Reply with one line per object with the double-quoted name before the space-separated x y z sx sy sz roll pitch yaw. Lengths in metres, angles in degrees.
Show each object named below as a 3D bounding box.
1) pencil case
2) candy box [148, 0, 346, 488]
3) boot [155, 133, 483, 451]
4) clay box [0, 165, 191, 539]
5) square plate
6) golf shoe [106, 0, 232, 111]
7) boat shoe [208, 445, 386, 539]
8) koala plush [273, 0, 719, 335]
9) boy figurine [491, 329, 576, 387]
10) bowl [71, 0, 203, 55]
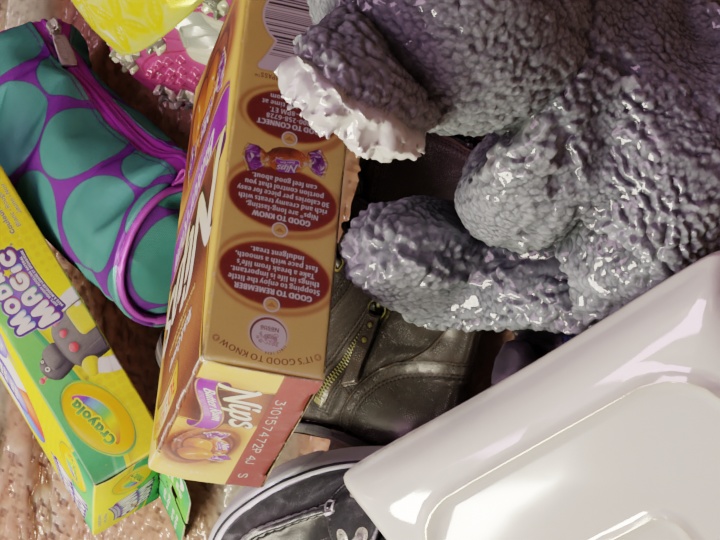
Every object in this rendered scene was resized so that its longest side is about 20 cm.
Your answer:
"pencil case" -0.135 -0.055 1.192 0.200 0.085 0.093 42 125 43
"candy box" -0.045 -0.021 1.006 0.117 0.056 0.200 120 157 -58
"boot" 0.000 0.000 1.085 0.200 0.069 0.175 22 105 34
"clay box" -0.154 0.052 1.188 0.200 0.048 0.115 58 165 13
"square plate" 0.118 0.118 0.899 0.200 0.028 0.198 -33 98 32
"golf shoe" -0.057 -0.135 1.146 0.092 0.075 0.200 -57 20 -24
"boat shoe" 0.018 0.119 1.008 0.200 0.068 0.072 -9 107 21
"koala plush" 0.055 -0.084 0.891 0.184 0.200 0.178 9 67 45
"boy figurine" 0.147 0.037 0.923 0.200 0.064 0.125 0 72 45
"bowl" -0.091 -0.210 1.069 0.200 0.108 0.200 -46 20 22
